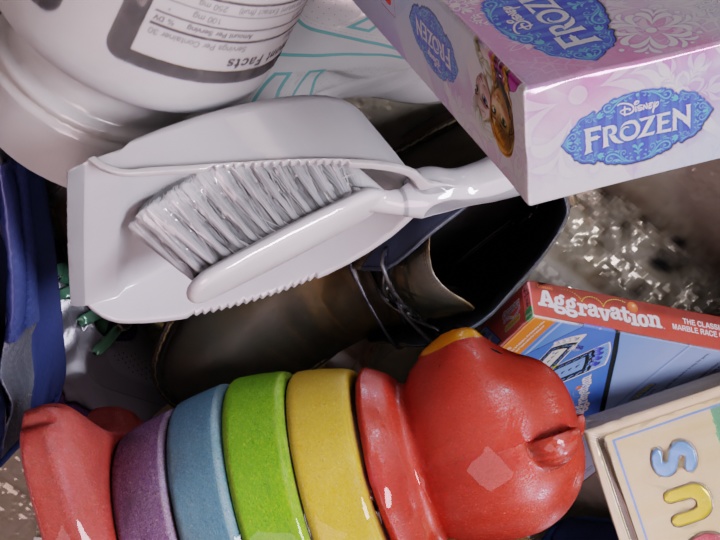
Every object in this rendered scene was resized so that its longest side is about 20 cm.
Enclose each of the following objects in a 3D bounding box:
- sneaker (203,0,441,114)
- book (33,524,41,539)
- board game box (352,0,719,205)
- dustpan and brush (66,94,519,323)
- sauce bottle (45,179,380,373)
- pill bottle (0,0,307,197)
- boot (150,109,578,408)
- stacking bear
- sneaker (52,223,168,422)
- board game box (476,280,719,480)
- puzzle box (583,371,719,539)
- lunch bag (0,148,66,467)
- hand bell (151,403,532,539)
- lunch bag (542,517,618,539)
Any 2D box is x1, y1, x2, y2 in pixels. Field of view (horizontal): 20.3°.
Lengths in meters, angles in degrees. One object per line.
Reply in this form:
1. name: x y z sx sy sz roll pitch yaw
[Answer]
1. sneaker: -0.034 -0.096 0.812 0.199 0.071 0.080 -19 130 9
2. book: -0.061 0.177 1.013 0.198 0.048 0.134 5 124 1
3. board game box: 0.108 -0.104 0.678 0.198 0.200 0.041 -14 122 -14
4. dustpan and brush: -0.005 -0.027 0.736 0.199 0.057 0.140 -25 163 -16
5. sauce bottle: -0.083 -0.009 0.884 0.200 0.065 0.065 38 120 -14
6. pill bottle: -0.062 -0.125 0.684 0.110 0.111 0.201 26 122 -9
7. boot: 0.000 0.000 0.817 0.200 0.097 0.075 -37 106 0
8. stacking bear: -0.011 0.082 0.775 0.199 0.121 0.115 -17 82 10
9. sneaker: -0.145 0.009 0.900 0.199 0.075 0.088 29 117 -9
10. board game box: 0.068 0.068 0.878 0.102 0.020 0.200 9 146 -25
11. puzzle box: 0.182 0.134 0.824 0.132 0.025 0.201 -19 96 6
12. lunch bag: -0.188 -0.014 0.792 0.131 0.136 0.201 3 114 13
13. hand bell: 0.002 0.114 0.853 0.199 0.104 0.105 5 127 36
14. lunch bag: 0.167 0.199 0.926 0.198 0.136 0.133 7 123 1
